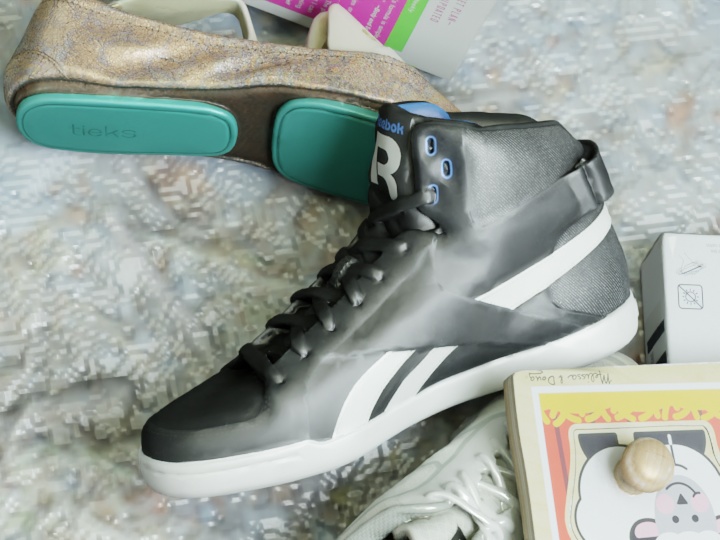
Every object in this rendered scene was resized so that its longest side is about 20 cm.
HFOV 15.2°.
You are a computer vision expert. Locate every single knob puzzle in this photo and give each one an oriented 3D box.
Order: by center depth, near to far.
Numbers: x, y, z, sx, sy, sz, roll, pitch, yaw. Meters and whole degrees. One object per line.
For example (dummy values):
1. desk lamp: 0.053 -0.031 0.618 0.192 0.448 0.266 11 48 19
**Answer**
1. knob puzzle: 0.150 0.125 0.950 0.218 0.030 0.221 9 65 -19

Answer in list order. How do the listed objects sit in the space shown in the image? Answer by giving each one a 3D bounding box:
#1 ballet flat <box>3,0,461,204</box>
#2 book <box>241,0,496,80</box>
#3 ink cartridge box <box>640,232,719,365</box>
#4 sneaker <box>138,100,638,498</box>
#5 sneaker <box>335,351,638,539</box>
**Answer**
1. ballet flat: -0.035 -0.073 1.037 0.199 0.068 0.068 11 59 -8
2. book: -0.034 -0.155 1.022 0.199 0.134 0.048 20 48 -8
3. ink cartridge box: 0.162 0.085 1.021 0.099 0.039 0.201 4 66 -9
4. sneaker: 0.000 0.000 0.982 0.199 0.073 0.113 -20 108 -19
5. sneaker: 0.040 0.095 0.973 0.200 0.081 0.075 -40 78 -23
